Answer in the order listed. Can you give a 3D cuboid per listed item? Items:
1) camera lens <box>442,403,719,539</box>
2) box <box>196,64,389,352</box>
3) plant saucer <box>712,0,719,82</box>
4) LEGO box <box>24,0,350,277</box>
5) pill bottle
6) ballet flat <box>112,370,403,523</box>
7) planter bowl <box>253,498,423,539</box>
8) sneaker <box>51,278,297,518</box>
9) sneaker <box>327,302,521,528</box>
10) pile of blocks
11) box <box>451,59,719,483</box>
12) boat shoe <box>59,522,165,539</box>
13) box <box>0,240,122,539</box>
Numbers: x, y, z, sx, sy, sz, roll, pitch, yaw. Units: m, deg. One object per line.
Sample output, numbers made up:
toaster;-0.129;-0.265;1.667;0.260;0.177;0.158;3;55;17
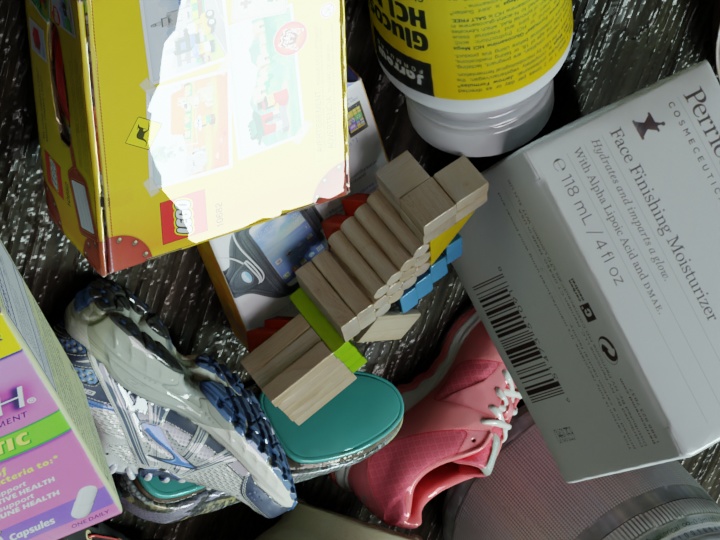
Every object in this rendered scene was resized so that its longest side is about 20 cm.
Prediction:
camera lens;0.164;0.190;1.898;0.160;0.200;0.160;-24;139;-22
box;-0.041;-0.042;1.618;0.119;0.041;0.200;-33;140;-11
plant saucer;0.297;-0.188;1.778;0.200;0.034;0.200;-24;140;-22
LEGO box;-0.089;-0.116;1.438;0.149;0.077;0.200;-19;128;-24
pill bottle;0.058;-0.160;1.525;0.112;0.112;0.200;-29;141;-17
ballet flat;-0.068;0.109;1.734;0.200;0.072;0.072;-15;136;-31
planter bowl;-0.010;0.227;1.811;0.200;0.200;0.135;21;84;-50
sneaker;-0.118;0.088;1.636;0.085;0.077;0.200;-39;121;13
sneaker;0.075;0.092;1.814;0.200;0.087;0.074;-42;144;0
pile of blocks;0.000;0.000;1.620;0.200;0.062;0.082;-49;156;22
box;0.161;0.006;1.651;0.131;0.199;0.200;-28;179;-18
boat shoe;-0.171;0.170;1.684;0.074;0.063;0.201;-12;171;28
box;-0.245;0.075;1.469;0.176;0.097;0.200;-22;141;0
